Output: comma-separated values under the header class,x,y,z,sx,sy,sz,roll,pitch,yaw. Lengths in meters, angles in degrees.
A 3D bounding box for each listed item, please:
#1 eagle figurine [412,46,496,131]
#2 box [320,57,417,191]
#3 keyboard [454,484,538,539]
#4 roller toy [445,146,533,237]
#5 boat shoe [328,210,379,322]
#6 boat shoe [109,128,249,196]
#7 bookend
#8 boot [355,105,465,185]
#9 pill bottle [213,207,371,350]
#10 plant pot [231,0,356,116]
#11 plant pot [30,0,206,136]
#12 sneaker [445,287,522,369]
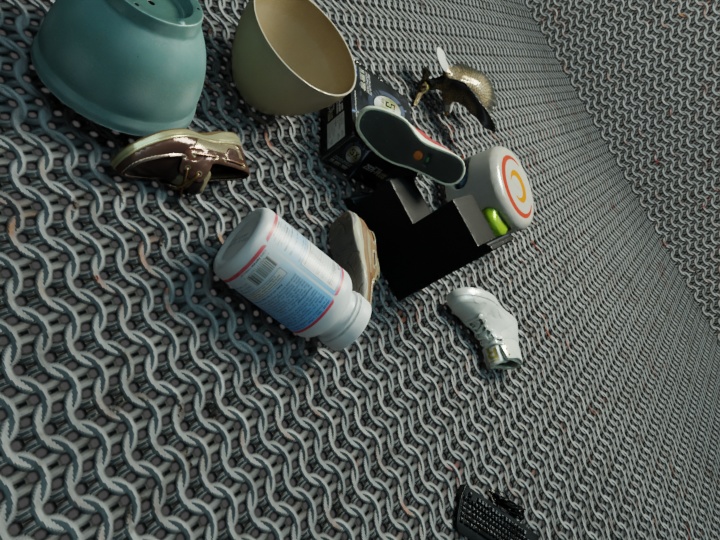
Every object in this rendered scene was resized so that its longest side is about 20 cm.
class,x,y,z,sx,sy,sz,roll,pitch,yaw
eagle figurine,0.232,-0.413,1.437,0.151,0.200,0.152,60,44,-84
box,0.013,-0.261,1.127,0.164,0.086,0.200,26,48,-37
keyboard,0.225,0.394,0.965,0.200,0.040,0.104,40,42,-25
roller toy,0.270,-0.158,1.310,0.200,0.140,0.183,-15,88,-55
boat shoe,0.000,0.000,0.947,0.072,0.076,0.200,26,49,-39
boat shoe,-0.219,-0.132,0.788,0.200,0.072,0.072,-20,82,-57
bookend,0.108,-0.085,1.023,0.092,0.199,0.200,-22,82,-53
boot,0.080,-0.218,1.062,0.200,0.072,0.144,29,16,-10
pill bottle,-0.083,0.017,0.807,0.200,0.109,0.109,41,41,-24
plant pot,-0.124,-0.322,0.970,0.200,0.134,0.201,29,45,-34
plant pot,-0.269,-0.279,0.739,0.200,0.134,0.201,26,38,-22
sneaker,0.237,0.115,1.141,0.200,0.074,0.116,31,42,-35
